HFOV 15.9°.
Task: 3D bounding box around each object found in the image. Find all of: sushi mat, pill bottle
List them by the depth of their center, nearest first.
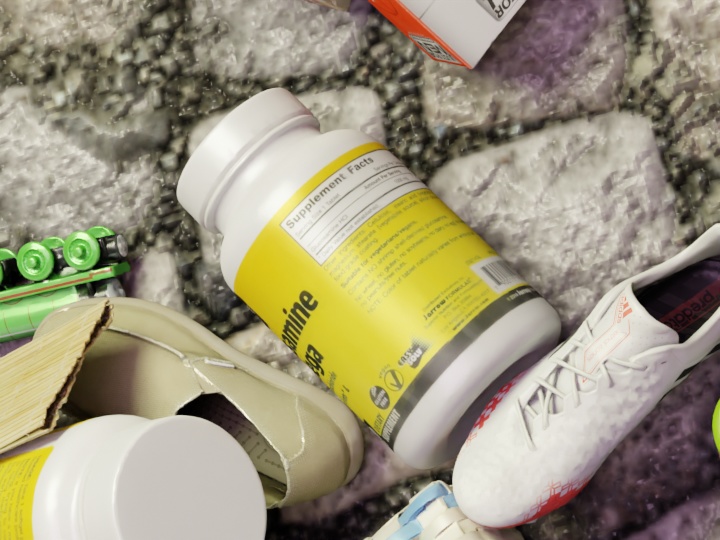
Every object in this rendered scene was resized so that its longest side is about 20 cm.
[{"bbox_3d":[-0.146,0.138,1.348,0.200,0.114,0.115,-17,80,49],"label":"pill bottle"},{"bbox_3d":[0.000,0.000,1.356,0.200,0.112,0.112,44,99,16],"label":"pill bottle"},{"bbox_3d":[-0.211,0.081,1.396,0.200,0.096,0.012,-26,116,41],"label":"sushi mat"}]

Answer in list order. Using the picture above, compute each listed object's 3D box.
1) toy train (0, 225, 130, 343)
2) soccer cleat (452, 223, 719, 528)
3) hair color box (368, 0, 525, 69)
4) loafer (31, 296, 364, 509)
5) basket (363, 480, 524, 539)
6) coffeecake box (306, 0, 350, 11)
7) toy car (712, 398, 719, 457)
[{"bbox_3d":[-0.221,0.020,1.464,0.199,0.042,0.057,-12,93,16],"label":"toy train"},{"bbox_3d":[0.123,0.050,1.295,0.200,0.085,0.069,-38,69,-14],"label":"soccer cleat"},{"bbox_3d":[0.008,-0.206,1.331,0.200,0.061,0.102,41,83,-20],"label":"hair color box"},{"bbox_3d":[-0.097,0.072,1.395,0.200,0.068,0.076,18,114,17],"label":"loafer"},{"bbox_3d":[0.051,0.226,1.310,0.176,0.139,0.200,-39,66,11],"label":"basket"},{"bbox_3d":[-0.084,-0.246,1.419,0.200,0.073,0.154,18,92,18],"label":"coffeecake box"},{"bbox_3d":[0.233,0.007,1.264,0.157,0.164,0.201,-20,71,15],"label":"toy car"}]
